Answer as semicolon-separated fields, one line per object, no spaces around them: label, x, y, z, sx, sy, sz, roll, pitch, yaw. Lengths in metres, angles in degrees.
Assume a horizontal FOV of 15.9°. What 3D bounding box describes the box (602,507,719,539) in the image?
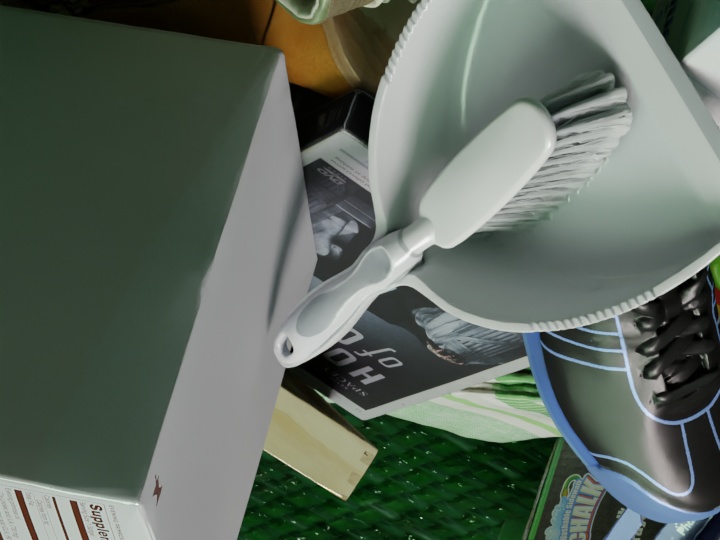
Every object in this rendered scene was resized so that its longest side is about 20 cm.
box;0.202;0.159;1.140;0.199;0.032;0.122;30;127;-1

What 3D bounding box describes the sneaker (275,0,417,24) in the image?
sneaker;0.002;-0.119;0.934;0.199;0.090;0.067;29;150;-16

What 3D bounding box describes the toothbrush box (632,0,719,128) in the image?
toothbrush box;0.200;-0.090;0.854;0.146;0.086;0.200;25;152;-11

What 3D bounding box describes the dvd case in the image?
dvd case;0.000;0.000;1.070;0.150;0.025;0.200;34;151;-21

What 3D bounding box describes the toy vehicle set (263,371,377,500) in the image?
toy vehicle set;-0.074;0.035;1.161;0.124;0.027;0.200;34;-179;-20

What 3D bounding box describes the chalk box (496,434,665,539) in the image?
chalk box;0.155;0.162;1.298;0.199;0.126;0.124;1;146;35

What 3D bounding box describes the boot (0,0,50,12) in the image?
boot;-0.192;-0.119;1.106;0.199;0.077;0.155;24;-179;30

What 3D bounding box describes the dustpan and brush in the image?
dustpan and brush;0.034;-0.021;0.921;0.200;0.057;0.140;-44;71;47

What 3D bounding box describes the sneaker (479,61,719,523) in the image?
sneaker;0.099;0.006;0.963;0.201;0.070;0.078;63;157;-10

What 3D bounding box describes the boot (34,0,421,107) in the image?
boot;-0.046;-0.107;1.029;0.201;0.071;0.144;35;156;-21

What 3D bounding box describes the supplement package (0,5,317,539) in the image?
supplement package;-0.138;0.020;0.956;0.198;0.192;0.147;10;149;11

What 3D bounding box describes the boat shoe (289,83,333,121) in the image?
boat shoe;-0.008;-0.013;1.153;0.071;0.070;0.201;19;150;16

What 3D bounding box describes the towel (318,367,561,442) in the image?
towel;0.090;0.065;1.213;0.152;0.024;0.199;18;165;-42

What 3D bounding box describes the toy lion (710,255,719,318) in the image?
toy lion;0.168;0.026;1.036;0.192;0.069;0.200;45;171;26
